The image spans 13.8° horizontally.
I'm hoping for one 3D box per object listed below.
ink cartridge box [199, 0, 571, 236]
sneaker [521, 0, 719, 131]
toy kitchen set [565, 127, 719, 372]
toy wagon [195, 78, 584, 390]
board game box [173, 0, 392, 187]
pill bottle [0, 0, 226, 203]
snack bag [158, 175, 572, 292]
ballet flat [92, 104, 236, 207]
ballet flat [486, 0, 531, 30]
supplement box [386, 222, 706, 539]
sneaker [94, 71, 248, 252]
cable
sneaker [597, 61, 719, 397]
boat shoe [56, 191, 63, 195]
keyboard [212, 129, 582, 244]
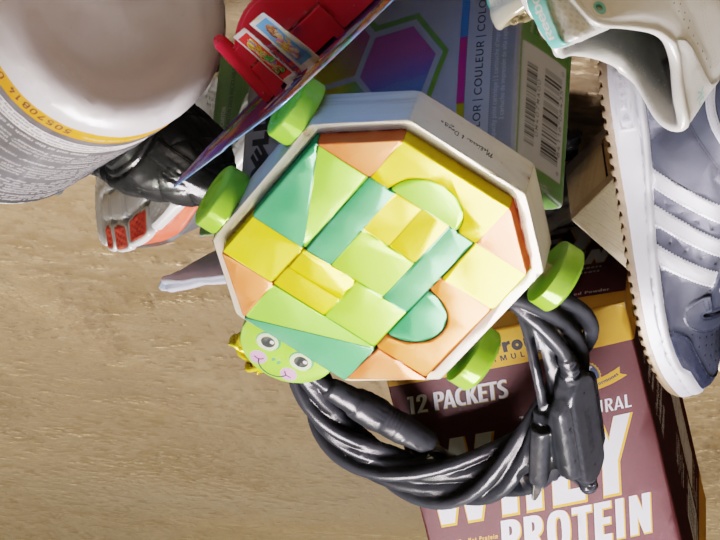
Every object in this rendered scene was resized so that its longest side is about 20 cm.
[{"bbox_3d":[-0.001,-0.079,1.423,0.200,0.104,0.059,-4,162,29],"label":"ink cartridge box"},{"bbox_3d":[0.077,-0.131,1.178,0.200,0.089,0.075,36,145,-26],"label":"sneaker"},{"bbox_3d":[0.236,-0.048,1.571,0.200,0.180,0.163,41,-163,-14],"label":"toy kitchen set"},{"bbox_3d":[0.000,0.000,1.376,0.155,0.040,0.200,32,131,-12],"label":"toy wagon"},{"bbox_3d":[-0.022,-0.116,1.293,0.039,0.158,0.200,46,155,-7],"label":"board game box"},{"bbox_3d":[-0.152,-0.096,1.376,0.116,0.116,0.200,12,162,-26],"label":"pill bottle"},{"bbox_3d":[0.011,-0.016,1.634,0.200,0.021,0.189,-5,-167,30],"label":"snack bag"},{"bbox_3d":[-0.100,-0.060,1.479,0.057,0.066,0.200,36,-175,-13],"label":"ballet flat"},{"bbox_3d":[0.146,-0.127,1.281,0.200,0.069,0.069,0,164,15],"label":"ballet flat"},{"bbox_3d":[0.106,0.087,1.639,0.133,0.200,0.197,-11,-162,11],"label":"supplement box"},{"bbox_3d":[-0.076,-0.052,1.602,0.082,0.077,0.200,5,167,-32],"label":"sneaker"},{"bbox_3d":[0.038,0.042,1.476,0.163,0.051,0.200,6,139,20],"label":"cable"},{"bbox_3d":[0.182,-0.032,1.443,0.108,0.200,0.070,-6,-156,13],"label":"sneaker"},{"bbox_3d":[-0.241,-0.064,1.530,0.199,0.068,0.074,-1,-160,-34],"label":"boat shoe"},{"bbox_3d":[0.016,-0.051,1.583,0.200,0.040,0.104,-16,176,0],"label":"keyboard"}]
